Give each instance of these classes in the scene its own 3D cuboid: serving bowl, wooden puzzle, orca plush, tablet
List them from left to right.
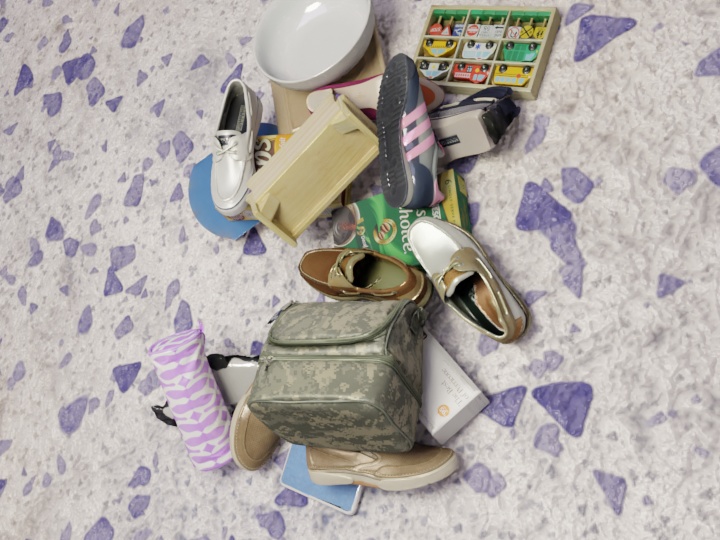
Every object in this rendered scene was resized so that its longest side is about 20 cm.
[{"bbox_3d":[-0.209,0.171,1.213,0.199,0.071,0.105,-39,102,20],"label":"orca plush"},{"bbox_3d":[-0.062,-0.349,1.226,0.198,0.066,0.203,-12,61,22],"label":"serving bowl"},{"bbox_3d":[-0.051,-0.302,1.270,0.198,0.037,0.187,-21,64,20],"label":"wooden puzzle"},{"bbox_3d":[-0.030,0.212,1.104,0.129,0.014,0.202,12,80,34],"label":"tablet"}]

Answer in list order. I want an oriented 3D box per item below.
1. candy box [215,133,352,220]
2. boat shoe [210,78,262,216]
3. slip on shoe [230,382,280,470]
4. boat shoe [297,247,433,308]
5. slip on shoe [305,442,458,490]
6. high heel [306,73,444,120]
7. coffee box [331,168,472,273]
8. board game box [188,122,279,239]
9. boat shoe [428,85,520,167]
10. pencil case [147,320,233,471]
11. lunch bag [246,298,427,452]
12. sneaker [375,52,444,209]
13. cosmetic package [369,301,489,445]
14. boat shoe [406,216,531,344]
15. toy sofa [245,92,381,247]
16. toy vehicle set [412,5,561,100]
[{"bbox_3d":[-0.112,-0.140,1.218,0.197,0.055,0.117,-1,71,14],"label":"candy box"},{"bbox_3d":[-0.189,-0.181,1.188,0.073,0.065,0.203,-4,70,14],"label":"boat shoe"},{"bbox_3d":[-0.115,0.180,1.118,0.060,0.076,0.202,10,71,56],"label":"slip on shoe"},{"bbox_3d":[0.000,0.000,1.061,0.198,0.074,0.076,11,71,33],"label":"boat shoe"},{"bbox_3d":[0.022,0.227,1.016,0.198,0.076,0.061,-6,103,27],"label":"slip on shoe"},{"bbox_3d":[0.021,-0.247,1.175,0.197,0.096,0.068,2,98,4],"label":"high heel"},{"bbox_3d":[0.055,-0.052,1.121,0.198,0.044,0.125,-15,67,26],"label":"coffee box"},{"bbox_3d":[-0.174,-0.138,1.290,0.199,0.039,0.159,-37,65,-1],"label":"board game box"},{"bbox_3d":[0.129,-0.196,1.120,0.199,0.075,0.093,0,37,47],"label":"boat shoe"},{"bbox_3d":[-0.224,0.179,1.134,0.085,0.202,0.084,-22,17,-11],"label":"pencil case"},{"bbox_3d":[-0.024,0.115,0.989,0.198,0.140,0.169,-4,52,28],"label":"lunch bag"},{"bbox_3d":[0.070,-0.179,1.067,0.070,0.081,0.203,-5,84,57],"label":"sneaker"},{"bbox_3d":[0.068,0.117,1.044,0.082,0.051,0.200,-42,57,1],"label":"cosmetic package"},{"bbox_3d":[0.127,0.007,1.008,0.200,0.068,0.075,44,113,18],"label":"boat shoe"},{"bbox_3d":[-0.063,-0.140,1.122,0.200,0.083,0.098,-45,32,11],"label":"toy sofa"},{"bbox_3d":[0.170,-0.309,1.148,0.198,0.026,0.126,13,81,34],"label":"toy vehicle set"}]
